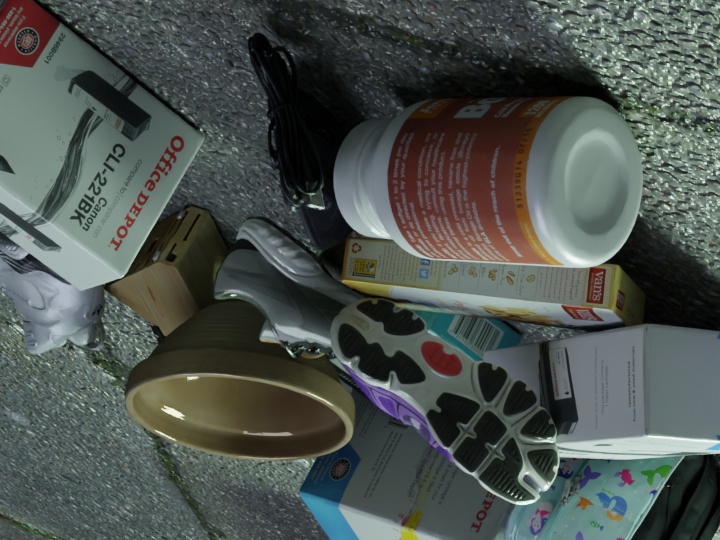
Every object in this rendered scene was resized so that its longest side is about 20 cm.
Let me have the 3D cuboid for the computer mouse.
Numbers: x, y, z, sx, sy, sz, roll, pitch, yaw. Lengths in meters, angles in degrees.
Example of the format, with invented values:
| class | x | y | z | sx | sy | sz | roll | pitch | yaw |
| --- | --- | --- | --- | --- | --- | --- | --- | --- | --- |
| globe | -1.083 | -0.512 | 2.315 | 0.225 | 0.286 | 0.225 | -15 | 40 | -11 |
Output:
| class | x | y | z | sx | sy | sz | roll | pitch | yaw |
| --- | --- | --- | --- | --- | --- | --- | --- | --- | --- |
| computer mouse | -0.029 | -0.079 | 1.516 | 0.053 | 0.139 | 0.200 | -16 | 158 | 3 |

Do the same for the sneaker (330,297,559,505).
| class | x | y | z | sx | sy | sz | roll | pitch | yaw |
| --- | --- | --- | --- | --- | --- | --- | --- | --- | --- |
| sneaker | 0.063 | 0.096 | 1.539 | 0.200 | 0.081 | 0.083 | 41 | 164 | 10 |

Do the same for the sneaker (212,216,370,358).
| class | x | y | z | sx | sy | sz | roll | pitch | yaw |
| --- | --- | --- | --- | --- | --- | --- | --- | --- | --- |
| sneaker | -0.026 | 0.044 | 1.618 | 0.200 | 0.079 | 0.074 | 36 | 172 | 6 |

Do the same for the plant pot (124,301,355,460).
| class | x | y | z | sx | sy | sz | roll | pitch | yaw |
| --- | --- | --- | --- | --- | --- | --- | --- | --- | --- |
| plant pot | -0.100 | 0.089 | 1.816 | 0.200 | 0.093 | 0.201 | 7 | 155 | 3 |

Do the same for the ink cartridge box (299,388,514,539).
| class | x | y | z | sx | sy | sz | roll | pitch | yaw |
| --- | --- | --- | --- | --- | --- | --- | --- | --- | --- |
| ink cartridge box | 0.080 | 0.202 | 1.901 | 0.200 | 0.147 | 0.146 | 14 | 153 | 30 |

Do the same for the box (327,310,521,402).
| class | x | y | z | sx | sy | sz | roll | pitch | yaw |
| --- | --- | --- | --- | --- | --- | --- | --- | --- | --- |
| box | 0.048 | 0.069 | 1.786 | 0.082 | 0.049 | 0.200 | 37 | 155 | -18 |

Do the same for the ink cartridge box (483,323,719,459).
| class | x | y | z | sx | sy | sz | roll | pitch | yaw |
| --- | --- | --- | --- | --- | --- | --- | --- | --- | --- |
| ink cartridge box | 0.204 | 0.095 | 1.558 | 0.144 | 0.084 | 0.200 | 7 | 170 | -31 |

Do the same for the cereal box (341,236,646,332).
| class | x | y | z | sx | sy | sz | roll | pitch | yaw |
| --- | --- | --- | --- | --- | --- | --- | --- | --- | --- |
| cereal box | 0.101 | 0.013 | 1.522 | 0.200 | 0.040 | 0.144 | 7 | 173 | 18 |

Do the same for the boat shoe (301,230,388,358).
| class | x | y | z | sx | sy | sz | roll | pitch | yaw |
| --- | --- | --- | --- | --- | --- | --- | --- | --- | --- |
| boat shoe | 0.000 | 0.000 | 1.684 | 0.072 | 0.065 | 0.200 | 41 | 137 | -5 |

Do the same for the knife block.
| class | x | y | z | sx | sy | sz | roll | pitch | yaw |
| --- | --- | --- | --- | --- | --- | --- | --- | --- | --- |
| knife block | -0.136 | 0.031 | 1.894 | 0.175 | 0.064 | 0.200 | 35 | 155 | -17 |

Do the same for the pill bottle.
| class | x | y | z | sx | sy | sz | roll | pitch | yaw |
| --- | --- | --- | --- | --- | --- | --- | --- | --- | --- |
| pill bottle | 0.081 | -0.061 | 1.406 | 0.200 | 0.112 | 0.112 | 4 | 147 | 44 |

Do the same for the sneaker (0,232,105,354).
| class | x | y | z | sx | sy | sz | roll | pitch | yaw |
| --- | --- | --- | --- | --- | --- | --- | --- | --- | --- |
| sneaker | -0.312 | 0.009 | 1.903 | 0.200 | 0.075 | 0.115 | 12 | 119 | 29 |

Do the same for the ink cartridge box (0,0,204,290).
| class | x | y | z | sx | sy | sz | roll | pitch | yaw |
| --- | --- | --- | --- | --- | --- | --- | --- | --- | --- |
| ink cartridge box | -0.244 | -0.100 | 1.641 | 0.200 | 0.144 | 0.084 | 39 | 155 | -23 |

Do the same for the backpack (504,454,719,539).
| class | x | y | z | sx | sy | sz | roll | pitch | yaw |
| --- | --- | --- | --- | --- | --- | --- | --- | --- | --- |
| backpack | 0.209 | 0.229 | 1.747 | 0.150 | 0.200 | 0.178 | 16 | 155 | 26 |
